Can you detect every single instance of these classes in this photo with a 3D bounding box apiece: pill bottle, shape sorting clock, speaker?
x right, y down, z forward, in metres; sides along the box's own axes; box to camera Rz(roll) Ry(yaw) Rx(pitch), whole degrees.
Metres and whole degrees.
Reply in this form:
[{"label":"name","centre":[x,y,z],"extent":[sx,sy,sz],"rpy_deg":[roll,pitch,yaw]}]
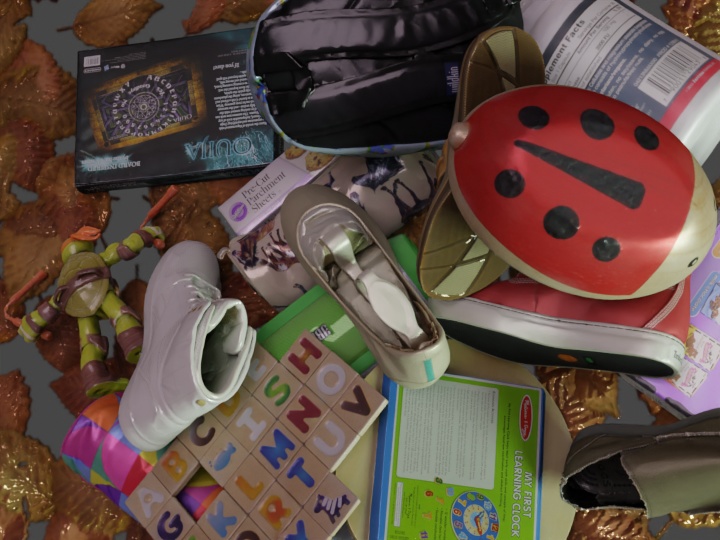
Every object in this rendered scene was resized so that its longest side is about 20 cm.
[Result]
[{"label":"pill bottle","centre":[0.189,-0.156,0.933],"extent":[0.200,0.120,0.120],"rpy_deg":[38,90,21]},{"label":"shape sorting clock","centre":[0.074,0.152,0.900],"extent":[0.198,0.039,0.202],"rpy_deg":[4,70,-12]},{"label":"speaker","centre":[-0.022,0.059,0.964],"extent":[0.200,0.088,0.089],"rpy_deg":[-38,71,5]}]

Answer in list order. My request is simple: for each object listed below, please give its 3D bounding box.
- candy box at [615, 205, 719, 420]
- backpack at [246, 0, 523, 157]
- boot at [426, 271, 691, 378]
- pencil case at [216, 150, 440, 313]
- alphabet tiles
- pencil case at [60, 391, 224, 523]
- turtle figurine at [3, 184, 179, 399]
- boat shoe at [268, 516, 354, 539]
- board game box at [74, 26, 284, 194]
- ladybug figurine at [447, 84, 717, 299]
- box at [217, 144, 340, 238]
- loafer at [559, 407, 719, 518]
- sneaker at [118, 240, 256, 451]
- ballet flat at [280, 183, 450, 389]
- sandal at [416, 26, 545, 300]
[{"label":"candy box","centre":[0.316,0.063,0.872],"extent":[0.199,0.072,0.168],"rpy_deg":[36,89,21]},{"label":"backpack","centre":[0.012,-0.157,0.888],"extent":[0.199,0.154,0.164],"rpy_deg":[-17,105,-16]},{"label":"boot","centre":[0.154,-0.004,0.888],"extent":[0.199,0.072,0.145],"rpy_deg":[6,70,27]},{"label":"pencil case","centre":[-0.023,-0.047,0.989],"extent":[0.200,0.078,0.090],"rpy_deg":[-39,91,5]},{"label":"alphabet tiles","centre":[-0.073,0.148,0.888],"extent":[0.167,0.008,0.200],"rpy_deg":[38,89,37]},{"label":"pencil case","centre":[-0.155,0.185,0.976],"extent":[0.199,0.088,0.089],"rpy_deg":[35,89,21]},{"label":"turtle figurine","centre":[-0.224,0.019,1.028],"extent":[0.199,0.064,0.162],"rpy_deg":[-34,60,4]},{"label":"boat shoe","centre":[-0.040,0.179,0.925],"extent":[0.086,0.075,0.203],"rpy_deg":[9,61,50]},{"label":"board game box","centre":[-0.167,-0.146,1.080],"extent":[0.198,0.028,0.136],"rpy_deg":[-4,77,14]},{"label":"ladybug figurine","centre":[0.152,-0.054,0.787],"extent":[0.199,0.072,0.137],"rpy_deg":[19,86,-7]},{"label":"box","centre":[-0.033,-0.098,1.025],"extent":[0.200,0.039,0.042],"rpy_deg":[-39,68,5]},{"label":"loafer","centre":[0.224,0.148,0.836],"extent":[0.199,0.070,0.076],"rpy_deg":[-17,106,47]},{"label":"sneaker","centre":[-0.122,0.040,0.947],"extent":[0.115,0.073,0.201],"rpy_deg":[-32,37,36]},{"label":"ballet flat","centre":[0.000,0.000,0.891],"extent":[0.069,0.069,0.200],"rpy_deg":[-41,68,4]},{"label":"sandal","centre":[0.084,-0.076,0.849],"extent":[0.080,0.054,0.202],"rpy_deg":[3,107,-19]}]
